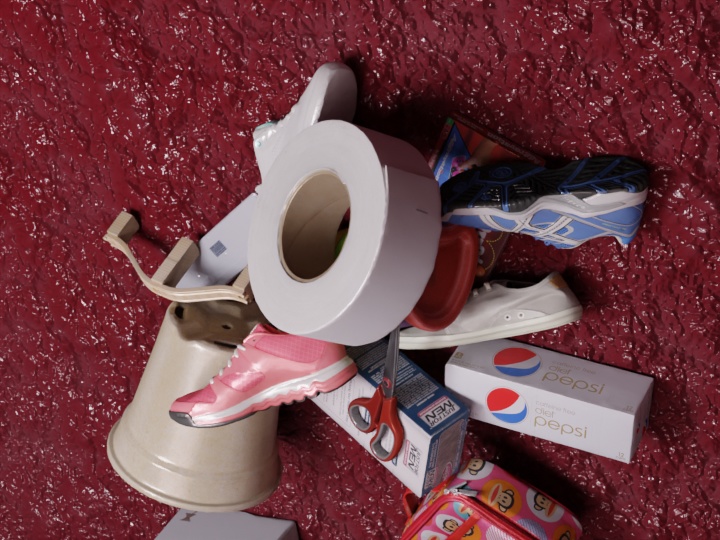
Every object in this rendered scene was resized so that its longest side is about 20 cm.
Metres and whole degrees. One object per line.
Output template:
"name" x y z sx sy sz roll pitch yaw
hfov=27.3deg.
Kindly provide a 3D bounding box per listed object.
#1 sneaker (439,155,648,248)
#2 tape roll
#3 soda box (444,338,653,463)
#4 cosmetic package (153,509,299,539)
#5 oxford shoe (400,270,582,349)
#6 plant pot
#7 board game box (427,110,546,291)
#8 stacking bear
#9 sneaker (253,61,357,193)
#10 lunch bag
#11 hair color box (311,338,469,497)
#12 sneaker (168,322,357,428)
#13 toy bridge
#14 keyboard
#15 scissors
"sneaker" 0.164 -0.053 1.364 0.200 0.076 0.077 0 128 11
"tape roll" -0.017 -0.034 1.360 0.202 0.071 0.203 -19 64 46
"soda box" 0.187 0.124 1.487 0.200 0.068 0.064 14 127 22
"cosmetic package" -0.168 0.421 1.810 0.167 0.166 0.200 3 119 28
"oxford shoe" 0.122 0.041 1.464 0.200 0.075 0.058 -14 91 26
"plant pot" -0.163 0.131 1.626 0.200 0.200 0.184 23 116 15
"board game box" 0.099 -0.052 1.457 0.103 0.019 0.200 29 129 9
"stacking bear" 0.000 0.000 1.464 0.200 0.121 0.114 3 86 42
"sneaker" -0.066 -0.131 1.470 0.088 0.075 0.200 36 132 20
"lunch bag" 0.126 0.282 1.594 0.176 0.082 0.200 34 144 1
"hair color box" 0.019 0.132 1.541 0.200 0.060 0.100 40 143 30
"sneaker" -0.105 0.099 1.501 0.200 0.074 0.087 -18 92 10
"toy bridge" -0.202 -0.004 1.605 0.200 0.067 0.027 21 155 26
"keyboard" -0.149 -0.019 1.611 0.056 0.011 0.200 52 135 -2
"scissors" 0.032 0.120 1.449 0.073 0.014 0.200 51 146 19
